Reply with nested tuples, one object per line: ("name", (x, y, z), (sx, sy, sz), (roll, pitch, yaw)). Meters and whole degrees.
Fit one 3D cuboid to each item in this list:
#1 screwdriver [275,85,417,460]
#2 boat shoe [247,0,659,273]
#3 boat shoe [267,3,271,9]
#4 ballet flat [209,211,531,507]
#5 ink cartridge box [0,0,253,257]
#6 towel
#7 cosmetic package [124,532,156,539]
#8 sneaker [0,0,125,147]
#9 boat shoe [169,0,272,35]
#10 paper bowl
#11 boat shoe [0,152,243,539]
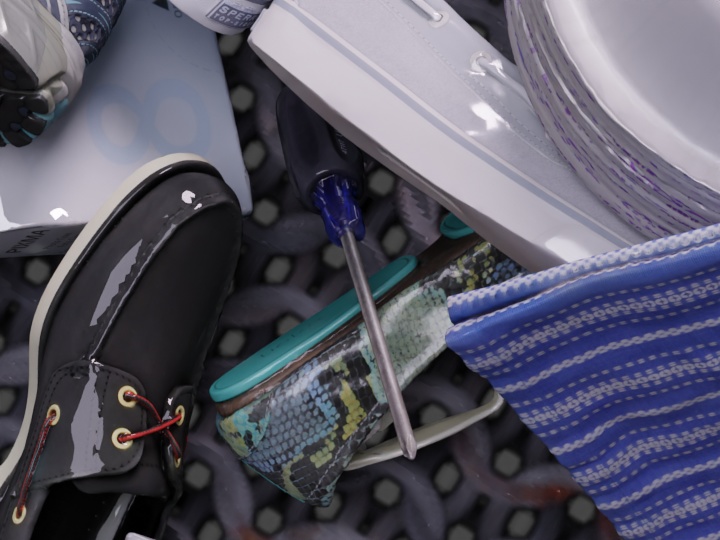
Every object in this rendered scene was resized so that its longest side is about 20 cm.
("screwdriver", (0.000, 0.000, 1.008), (0.028, 0.029, 0.200), (-31, 43, 11))
("boat shoe", (0.056, -0.043, 0.974), (0.200, 0.072, 0.069), (36, 87, 26))
("boat shoe", (0.009, -0.182, 1.078), (0.071, 0.070, 0.201), (21, 83, -4))
("ballet flat", (0.042, 0.010, 1.037), (0.200, 0.074, 0.074), (-37, 75, 4))
("ink cartridge box", (-0.145, -0.085, 1.034), (0.200, 0.047, 0.160), (-3, 75, -34))
("towel", (0.127, 0.045, 0.932), (0.145, 0.200, 0.024), (-16, 56, 19))
("cosmetic package", (-0.072, 0.196, 0.997), (0.090, 0.107, 0.200), (21, 86, 15))
("sneaker", (-0.165, -0.129, 1.000), (0.200, 0.078, 0.086), (42, 50, -4))
("boat shoe", (-0.088, -0.173, 1.015), (0.200, 0.072, 0.068), (49, 112, 15))
("paper bowl", (0.148, -0.101, 0.909), (0.200, 0.104, 0.201), (2, 71, -5))
("boat shoe", (-0.085, 0.058, 1.026), (0.063, 0.074, 0.201), (32, 101, 42))
